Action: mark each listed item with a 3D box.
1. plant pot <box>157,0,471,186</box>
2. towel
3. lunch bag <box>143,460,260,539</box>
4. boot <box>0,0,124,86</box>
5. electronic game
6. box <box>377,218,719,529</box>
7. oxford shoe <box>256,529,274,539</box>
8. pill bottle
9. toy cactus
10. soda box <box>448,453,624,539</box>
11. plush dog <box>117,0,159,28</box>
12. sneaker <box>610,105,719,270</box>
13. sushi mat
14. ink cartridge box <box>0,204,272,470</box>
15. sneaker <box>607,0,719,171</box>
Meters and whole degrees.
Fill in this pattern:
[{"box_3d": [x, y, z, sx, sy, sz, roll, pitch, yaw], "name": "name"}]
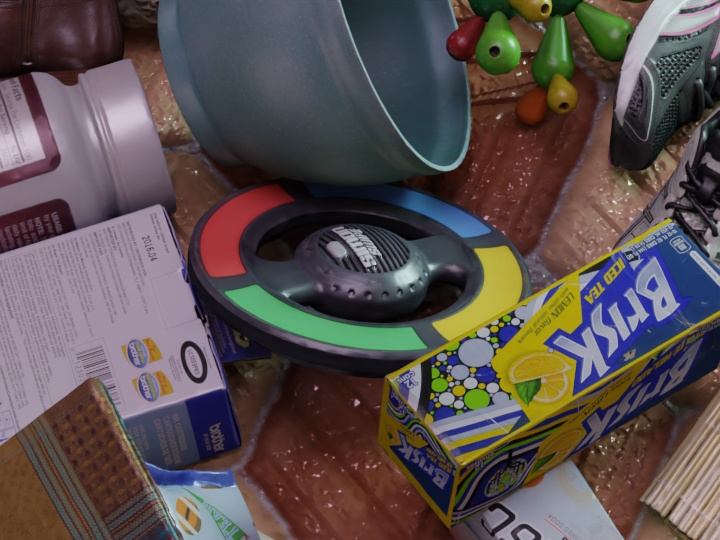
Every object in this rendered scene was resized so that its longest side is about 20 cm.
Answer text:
[{"box_3d": [-0.036, -0.135, 1.642, 0.133, 0.200, 0.201, -18, 55, 21], "name": "plant pot"}, {"box_3d": [-0.178, 0.166, 1.403, 0.200, 0.022, 0.147, -36, 63, 11], "name": "towel"}, {"box_3d": [-0.137, 0.219, 1.446, 0.199, 0.124, 0.171, -33, 65, 23], "name": "lunch bag"}, {"box_3d": [-0.230, -0.207, 1.699, 0.185, 0.201, 0.064, 1, 19, 5], "name": "boot"}, {"box_3d": [0.000, 0.000, 1.597, 0.199, 0.042, 0.200, 7, 31, -4], "name": "electronic game"}, {"box_3d": [0.109, 0.054, 1.507, 0.199, 0.064, 0.070, -29, 61, -24], "name": "box"}, {"box_3d": [-0.087, 0.166, 1.524, 0.199, 0.075, 0.058, 26, 62, 15], "name": "oxford shoe"}, {"box_3d": [-0.216, -0.051, 1.648, 0.199, 0.114, 0.115, -17, 58, -7], "name": "pill bottle"}, {"box_3d": [0.103, -0.183, 1.706, 0.165, 0.102, 0.200, 43, 54, 7], "name": "toy cactus"}, {"box_3d": [0.100, 0.153, 1.514, 0.063, 0.069, 0.200, -23, 58, -17], "name": "soda box"}, {"box_3d": [-0.140, -0.233, 1.761, 0.199, 0.160, 0.173, -24, 68, 29], "name": "plush dog"}, {"box_3d": [0.196, -0.039, 1.621, 0.075, 0.088, 0.200, 26, 65, 18], "name": "sneaker"}, {"box_3d": [0.247, 0.077, 1.548, 0.095, 0.012, 0.200, 34, 83, 15], "name": "sushi mat"}, {"box_3d": [-0.153, 0.052, 1.599, 0.199, 0.077, 0.137, -18, 58, -5], "name": "ink cartridge box"}, {"box_3d": [0.220, -0.138, 1.686, 0.086, 0.081, 0.200, 25, 64, 18], "name": "sneaker"}]
